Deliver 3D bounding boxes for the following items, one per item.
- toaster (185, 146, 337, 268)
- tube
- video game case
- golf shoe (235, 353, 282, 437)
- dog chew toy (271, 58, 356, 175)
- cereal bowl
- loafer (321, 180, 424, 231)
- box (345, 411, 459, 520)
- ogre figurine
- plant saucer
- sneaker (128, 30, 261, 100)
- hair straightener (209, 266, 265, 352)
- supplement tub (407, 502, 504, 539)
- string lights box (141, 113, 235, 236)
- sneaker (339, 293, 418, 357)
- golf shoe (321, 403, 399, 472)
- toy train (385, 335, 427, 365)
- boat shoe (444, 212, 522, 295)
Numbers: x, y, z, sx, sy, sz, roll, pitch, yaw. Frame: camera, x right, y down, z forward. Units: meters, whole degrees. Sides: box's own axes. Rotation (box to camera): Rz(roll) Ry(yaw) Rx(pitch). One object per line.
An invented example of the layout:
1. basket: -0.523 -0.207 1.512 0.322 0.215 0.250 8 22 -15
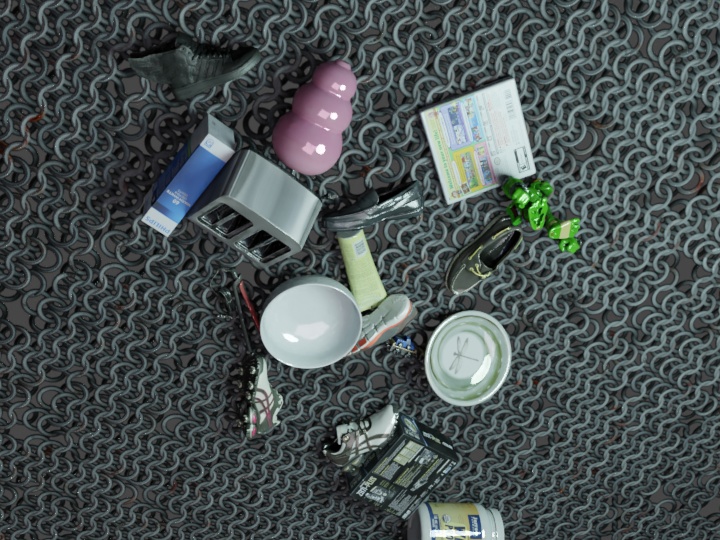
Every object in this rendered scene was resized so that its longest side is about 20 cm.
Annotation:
1. toaster: -0.180 -0.109 1.528 0.181 0.119 0.200 34 147 -26
2. tube: 0.000 0.000 1.711 0.058 0.052 0.200 11 135 33
3. video game case: 0.220 -0.239 1.626 0.182 0.022 0.200 -20 121 1
4. golf shoe: -0.207 0.251 1.810 0.088 0.077 0.200 -9 125 -28
5. dog chew toy: -0.071 -0.268 1.508 0.124 0.125 0.200 21 106 -20
6. cereal bowl: -0.100 0.091 1.720 0.199 0.083 0.201 -4 119 -7
7. loafer: 0.021 -0.122 1.635 0.200 0.068 0.071 -14 113 -8
8. box: 0.090 0.435 1.944 0.164 0.086 0.200 30 110 -23
9. ogre figurine: 0.328 -0.115 1.642 0.200 0.120 0.098 13 116 -30
10. plant saucer: 0.216 0.179 1.821 0.200 0.050 0.201 -2 97 -19
11. sneaker: -0.274 -0.354 1.455 0.199 0.060 0.104 -23 125 7
12. hair straightener: -0.246 0.078 1.713 0.077 0.041 0.200 -19 121 1
13. supplement tub: 0.220 0.614 2.033 0.199 0.145 0.145 4 118 -12
14. string lights box: -0.303 -0.168 1.530 0.059 0.103 0.200 33 109 -25
15. sneaker: 0.035 0.127 1.771 0.200 0.077 0.082 -32 141 21
16. golf shoe: -0.001 0.353 1.889 0.094 0.078 0.200 35 107 -25
17. toy train: 0.145 0.176 1.838 0.200 0.034 0.046 18 102 -20
18. boat shoe: 0.242 -0.024 1.727 0.072 0.061 0.201 30 110 -24
